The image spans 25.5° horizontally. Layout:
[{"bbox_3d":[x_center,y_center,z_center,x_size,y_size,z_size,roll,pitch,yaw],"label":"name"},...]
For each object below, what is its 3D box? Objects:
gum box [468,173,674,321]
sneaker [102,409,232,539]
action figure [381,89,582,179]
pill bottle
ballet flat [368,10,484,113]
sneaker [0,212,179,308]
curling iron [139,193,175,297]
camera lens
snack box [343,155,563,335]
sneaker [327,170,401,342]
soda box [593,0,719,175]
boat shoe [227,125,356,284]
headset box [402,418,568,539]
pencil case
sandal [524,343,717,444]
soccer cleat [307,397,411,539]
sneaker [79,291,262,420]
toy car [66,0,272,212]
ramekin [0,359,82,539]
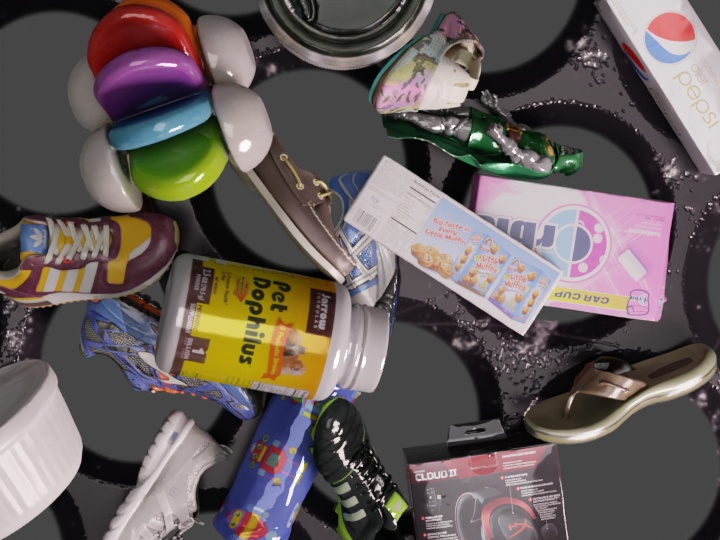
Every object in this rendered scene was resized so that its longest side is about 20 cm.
[{"bbox_3d":[0.200,-0.023,1.522,0.199,0.066,0.114,8,95,-2],"label":"gum box"},{"bbox_3d":[-0.193,0.239,1.533,0.082,0.075,0.201,27,94,-3],"label":"sneaker"},{"bbox_3d":[0.118,-0.130,1.498,0.199,0.118,0.055,18,122,-13],"label":"action figure"},{"bbox_3d":[-0.079,0.055,1.430,0.199,0.109,0.110,11,96,-10],"label":"pill bottle"},{"bbox_3d":[0.072,-0.182,1.441,0.071,0.200,0.069,31,120,5],"label":"ballet flat"},{"bbox_3d":[-0.265,-0.016,1.464,0.199,0.090,0.075,-16,63,20],"label":"sneaker"},{"bbox_3d":[-0.183,-0.019,1.496,0.025,0.050,0.201,-1,72,-40],"label":"curling iron"},{"bbox_3d":[-0.015,-0.261,1.424,0.159,0.200,0.161,0,96,-1],"label":"camera lens"},{"bbox_3d":[0.086,-0.023,1.473,0.200,0.024,0.072,33,91,-2],"label":"snack box"},{"bbox_3d":[0.000,0.000,1.522,0.077,0.076,0.201,5,86,4],"label":"sneaker"},{"bbox_3d":[0.305,-0.192,1.510,0.068,0.064,0.200,-33,95,2],"label":"soda box"},{"bbox_3d":[-0.063,-0.074,1.483,0.059,0.072,0.200,-38,67,-4],"label":"boat shoe"},{"bbox_3d":[0.124,0.245,1.543,0.148,0.075,0.201,-9,96,-1],"label":"headset box"},{"bbox_3d":[-0.071,0.179,1.530,0.078,0.087,0.201,27,94,21],"label":"pencil case"},{"bbox_3d":[0.245,0.106,1.531,0.200,0.080,0.058,-24,114,-8],"label":"sandal"},{"bbox_3d":[0.005,0.197,1.494,0.081,0.201,0.068,20,52,32],"label":"soccer cleat"},{"bbox_3d":[-0.182,0.088,1.527,0.200,0.075,0.079,32,103,3],"label":"sneaker"},{"bbox_3d":[-0.183,-0.162,1.430,0.174,0.150,0.201,-18,57,5],"label":"toy car"},{"bbox_3d":[-0.349,0.177,1.468,0.202,0.202,0.094,-30,109,2],"label":"ramekin"}]
